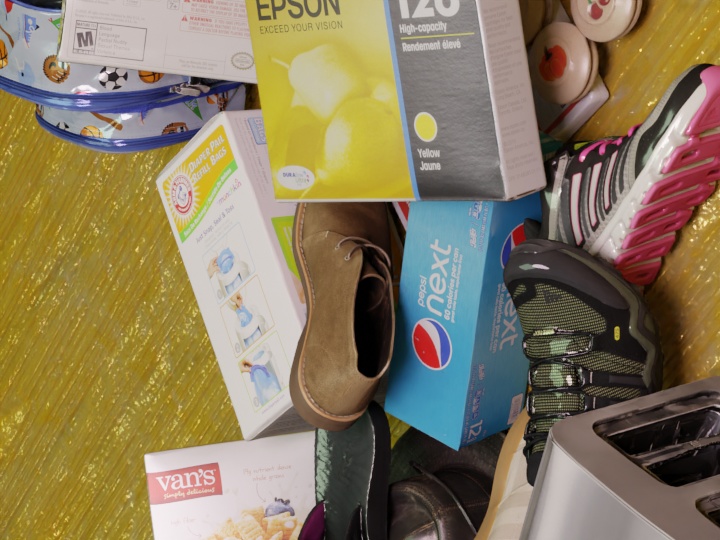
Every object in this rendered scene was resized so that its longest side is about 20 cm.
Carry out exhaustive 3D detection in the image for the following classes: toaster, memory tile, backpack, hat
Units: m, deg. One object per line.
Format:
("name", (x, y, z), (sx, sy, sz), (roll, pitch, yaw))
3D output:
("toaster", (0.191, 0.158, 1.321), (0.181, 0.200, 0.119), (37, 128, 43))
("memory tile", (0.130, -0.212, 1.463), (0.153, 0.017, 0.200), (55, 128, 31))
("backpack", (-0.172, -0.167, 1.728), (0.200, 0.190, 0.154), (17, 109, 48))
("hat", (0.042, 0.189, 1.606), (0.200, 0.081, 0.201), (13, 107, 49))

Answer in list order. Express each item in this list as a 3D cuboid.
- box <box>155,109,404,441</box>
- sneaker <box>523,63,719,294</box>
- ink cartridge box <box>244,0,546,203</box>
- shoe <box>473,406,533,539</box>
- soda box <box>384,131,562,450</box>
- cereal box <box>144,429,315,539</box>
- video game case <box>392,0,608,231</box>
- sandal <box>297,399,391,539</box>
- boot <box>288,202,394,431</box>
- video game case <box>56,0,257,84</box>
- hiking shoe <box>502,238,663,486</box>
("box", (-0.043, -0.002, 1.655), (0.101, 0.112, 0.200), (-40, 64, 48))
("sneaker", (0.151, -0.056, 1.433), (0.087, 0.074, 0.200), (52, 138, 25))
("ink cartridge box", (0.012, -0.141, 1.467), (0.197, 0.047, 0.200), (1, 106, 46))
("shoe", (0.104, 0.152, 1.468), (0.053, 0.200, 0.070), (8, 140, 29))
("soda box", (0.069, 0.005, 1.536), (0.068, 0.064, 0.200), (27, 121, 37))
("cereal box", (-0.067, 0.215, 1.694), (0.040, 0.144, 0.200), (117, 145, -82))
("video game case", (0.069, -0.112, 1.572), (0.200, 0.017, 0.143), (-47, 60, 44))
("sandal", (-0.017, 0.181, 1.578), (0.075, 0.048, 0.201), (-8, 82, 47))
("boot", (0.000, 0.000, 1.565), (0.075, 0.073, 0.200), (131, 148, -49))
("video game case", (-0.092, -0.216, 1.611), (0.036, 0.200, 0.182), (-125, 41, -75))
("hiking shoe", (0.130, 0.078, 1.412), (0.076, 0.101, 0.200), (-10, 116, 42))
